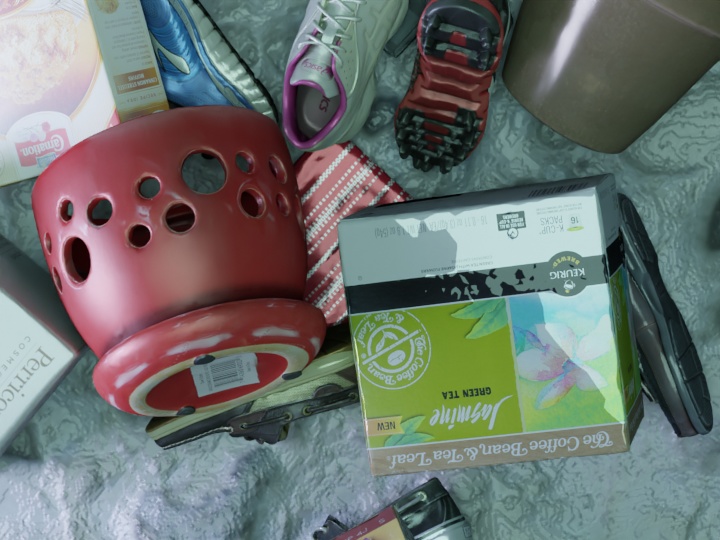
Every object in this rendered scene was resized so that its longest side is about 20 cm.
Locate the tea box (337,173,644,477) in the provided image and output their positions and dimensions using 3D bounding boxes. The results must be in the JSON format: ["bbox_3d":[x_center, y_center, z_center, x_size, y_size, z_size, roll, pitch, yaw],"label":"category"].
[{"bbox_3d":[0.102,0.040,1.582,0.198,0.134,0.199,-8,96,13],"label":"tea box"}]

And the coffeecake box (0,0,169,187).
[{"bbox_3d":[-0.244,-0.177,1.607,0.153,0.073,0.202,-13,96,31],"label":"coffeecake box"}]

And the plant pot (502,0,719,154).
[{"bbox_3d":[0.195,-0.190,1.581,0.199,0.200,0.175,32,112,-2],"label":"plant pot"}]

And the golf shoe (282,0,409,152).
[{"bbox_3d":[-0.013,-0.179,1.580,0.075,0.092,0.202,17,114,12],"label":"golf shoe"}]

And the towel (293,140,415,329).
[{"bbox_3d":[0.000,0.000,1.673,0.200,0.022,0.145,42,95,-3],"label":"towel"}]

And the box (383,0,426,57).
[{"bbox_3d":[0.007,-0.290,1.633,0.200,0.046,0.159,43,96,-2],"label":"box"}]

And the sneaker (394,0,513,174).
[{"bbox_3d":[0.074,-0.159,1.601,0.070,0.201,0.098,17,53,3],"label":"sneaker"}]

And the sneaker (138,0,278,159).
[{"bbox_3d":[-0.152,-0.172,1.632,0.089,0.079,0.201,-37,94,2],"label":"sneaker"}]

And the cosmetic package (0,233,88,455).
[{"bbox_3d":[-0.330,0.050,1.613,0.200,0.166,0.168,40,95,-3],"label":"cosmetic package"}]

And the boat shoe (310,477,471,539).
[{"bbox_3d":[-0.010,0.229,1.678,0.199,0.072,0.071,-25,77,0],"label":"boat shoe"}]

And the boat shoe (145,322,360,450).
[{"bbox_3d":[-0.075,0.107,1.653,0.199,0.073,0.065,-22,105,18],"label":"boat shoe"}]

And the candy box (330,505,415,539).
[{"bbox_3d":[0.022,0.288,1.635,0.116,0.057,0.201,-29,125,4],"label":"candy box"}]

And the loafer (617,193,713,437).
[{"bbox_3d":[0.218,0.041,1.656,0.063,0.072,0.201,-22,89,23],"label":"loafer"}]

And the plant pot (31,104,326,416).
[{"bbox_3d":[-0.132,0.001,1.556,0.199,0.201,0.184,-16,71,3],"label":"plant pot"}]
